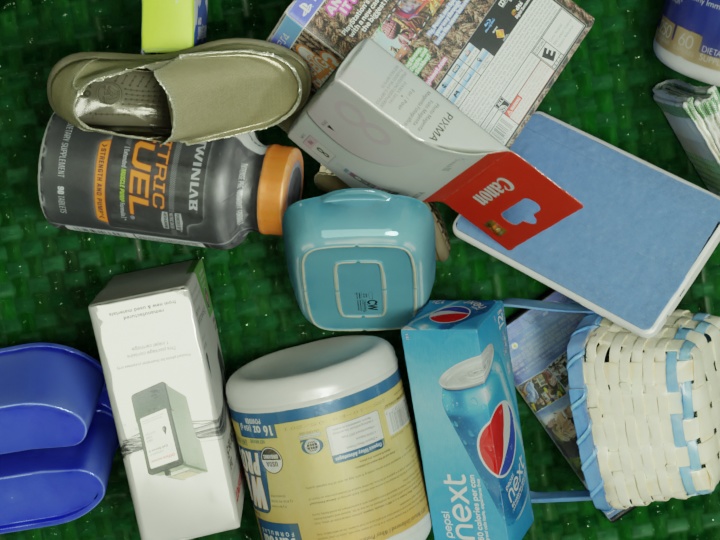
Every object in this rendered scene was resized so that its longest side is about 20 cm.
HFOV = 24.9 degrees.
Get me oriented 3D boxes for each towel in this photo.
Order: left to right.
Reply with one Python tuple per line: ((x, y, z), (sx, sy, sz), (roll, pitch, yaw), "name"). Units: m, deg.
((0.305, -0.063, 1.303), (0.031, 0.149, 0.200), (-32, 99, 5), "towel")

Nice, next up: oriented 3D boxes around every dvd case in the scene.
((0.218, 0.097, 1.397), (0.142, 0.018, 0.200), (-35, 97, 5), "dvd case")

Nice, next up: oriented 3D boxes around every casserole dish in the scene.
((0.000, 0.000, 1.298), (0.120, 0.200, 0.039), (-1, 63, 2), "casserole dish")

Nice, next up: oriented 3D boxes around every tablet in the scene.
((0.184, -0.040, 1.307), (0.200, 0.014, 0.130), (30, 78, 30), "tablet")

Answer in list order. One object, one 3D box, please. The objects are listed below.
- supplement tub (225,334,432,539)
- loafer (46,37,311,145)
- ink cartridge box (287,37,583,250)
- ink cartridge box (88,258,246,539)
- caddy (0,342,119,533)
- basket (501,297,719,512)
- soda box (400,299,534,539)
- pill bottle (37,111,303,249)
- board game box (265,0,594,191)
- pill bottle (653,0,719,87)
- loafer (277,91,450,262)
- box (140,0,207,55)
((-0.021, 0.167, 1.344), (0.144, 0.145, 0.201), (-13, 99, 2), "supplement tub")
((-0.133, -0.127, 1.219), (0.199, 0.068, 0.076), (-6, 118, -8), "loafer")
((0.049, -0.076, 1.222), (0.200, 0.163, 0.057), (42, 72, -4), "ink cartridge box")
((-0.153, 0.105, 1.333), (0.084, 0.146, 0.201), (-11, 100, 1), "ink cartridge box")
((-0.294, 0.136, 1.362), (0.199, 0.105, 0.142), (-9, 123, 1), "caddy")
((0.200, 0.110, 1.328), (0.199, 0.139, 0.177), (-1, 108, 26), "basket")
((0.088, 0.127, 1.320), (0.067, 0.064, 0.201), (0, 111, 26), "soda box")
((-0.148, -0.075, 1.307), (0.199, 0.106, 0.107), (7, 100, 9), "pill bottle")
((0.051, -0.184, 1.280), (0.200, 0.097, 0.160), (37, 72, -6), "board game box")
((0.307, -0.249, 1.269), (0.115, 0.116, 0.201), (11, 113, -2), "pill bottle")
((0.000, -0.080, 1.342), (0.067, 0.076, 0.200), (-38, 89, 8), "loafer")
((-0.146, -0.250, 1.285), (0.047, 0.122, 0.201), (2, 100, -1), "box")
